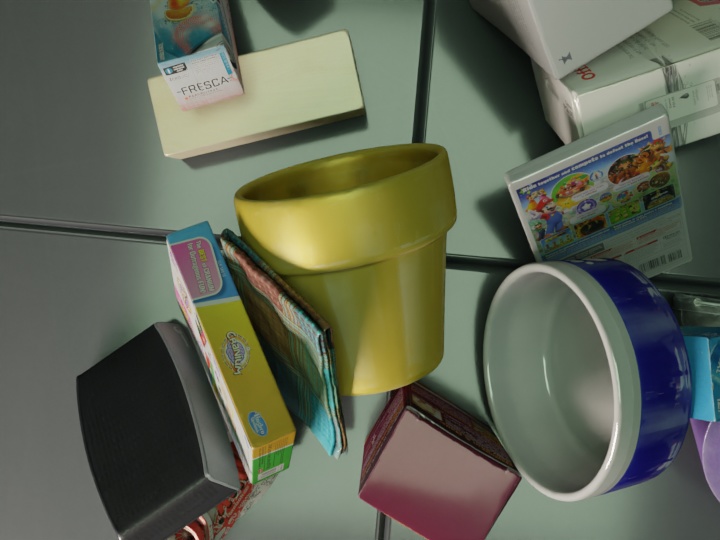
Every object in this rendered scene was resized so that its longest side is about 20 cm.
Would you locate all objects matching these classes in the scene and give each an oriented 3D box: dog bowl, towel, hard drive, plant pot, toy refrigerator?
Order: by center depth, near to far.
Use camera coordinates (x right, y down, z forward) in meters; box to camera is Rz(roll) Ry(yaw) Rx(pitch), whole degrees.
[{"bbox_3d":[0.190,0.091,0.802,0.077,0.199,0.204,-5,90,-23],"label":"dog bowl"},{"bbox_3d":[-0.068,0.071,0.822,0.022,0.202,0.146,-35,57,-23],"label":"towel"},{"bbox_3d":[0.000,0.000,0.842,0.197,0.201,0.192,-12,105,2],"label":"plant pot"},{"bbox_3d":[-0.198,0.149,0.862,0.134,0.042,0.201,-33,52,4],"label":"hard drive"},{"bbox_3d":[-0.098,-0.169,0.900,0.196,0.070,0.077,-14,93,4],"label":"toy refrigerator"}]

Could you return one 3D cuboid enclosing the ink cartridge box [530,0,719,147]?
[{"bbox_3d":[0.271,-0.178,0.840,0.197,0.147,0.084,-18,120,3],"label":"ink cartridge box"}]

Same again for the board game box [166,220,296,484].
[{"bbox_3d":[-0.118,0.079,0.831,0.040,0.153,0.202,-21,72,-15],"label":"board game box"}]

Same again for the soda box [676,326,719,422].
[{"bbox_3d":[0.260,0.086,0.817,0.063,0.199,0.069,-6,90,-23],"label":"soda box"}]

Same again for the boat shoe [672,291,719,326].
[{"bbox_3d":[0.398,0.044,0.882,0.196,0.072,0.069,0,92,9],"label":"boat shoe"}]

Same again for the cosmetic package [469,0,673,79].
[{"bbox_3d":[0.146,-0.307,0.784,0.122,0.201,0.201,-29,127,4],"label":"cosmetic package"}]

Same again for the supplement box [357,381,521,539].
[{"bbox_3d":[0.065,0.169,0.825,0.109,0.200,0.087,31,92,1],"label":"supplement box"}]

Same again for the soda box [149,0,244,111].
[{"bbox_3d":[-0.158,-0.250,0.858,0.062,0.069,0.203,-16,60,3],"label":"soda box"}]

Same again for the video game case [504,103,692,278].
[{"bbox_3d":[0.220,-0.046,0.832,0.141,0.201,0.018,-23,48,9],"label":"video game case"}]

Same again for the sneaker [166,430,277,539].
[{"bbox_3d":[-0.138,0.220,0.880,0.067,0.108,0.202,39,91,2],"label":"sneaker"}]

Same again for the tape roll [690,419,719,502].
[{"bbox_3d":[0.403,0.136,0.829,0.196,0.085,0.203,4,119,8],"label":"tape roll"}]
